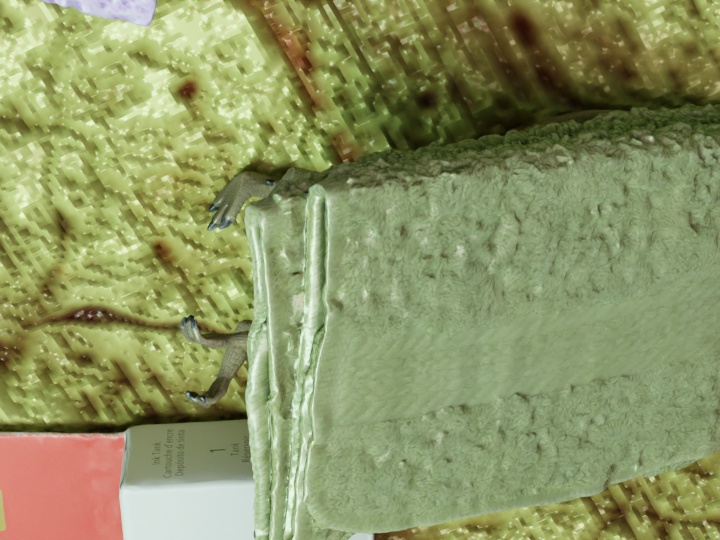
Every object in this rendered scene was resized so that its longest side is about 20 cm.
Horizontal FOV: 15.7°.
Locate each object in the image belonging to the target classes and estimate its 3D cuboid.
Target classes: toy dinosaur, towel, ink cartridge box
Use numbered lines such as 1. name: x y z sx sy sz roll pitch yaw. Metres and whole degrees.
1. toy dinosaur: 0.000 0.000 0.916 0.101 0.058 0.200 31 97 -25
2. towel: 0.051 0.017 0.889 0.199 0.036 0.149 -11 122 -25
3. ink cartridge box: -0.080 0.151 1.008 0.176 0.045 0.201 -2 122 0

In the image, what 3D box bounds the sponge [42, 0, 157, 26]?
1. sponge: -0.096 -0.179 0.811 0.111 0.030 0.200 13 121 -8
